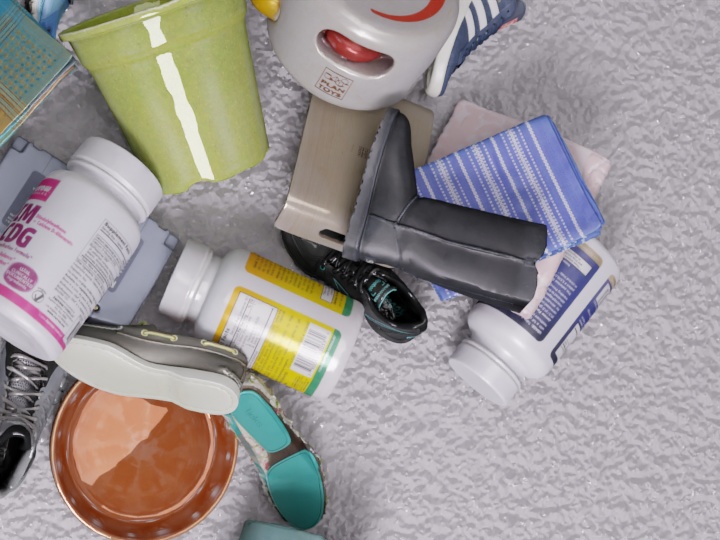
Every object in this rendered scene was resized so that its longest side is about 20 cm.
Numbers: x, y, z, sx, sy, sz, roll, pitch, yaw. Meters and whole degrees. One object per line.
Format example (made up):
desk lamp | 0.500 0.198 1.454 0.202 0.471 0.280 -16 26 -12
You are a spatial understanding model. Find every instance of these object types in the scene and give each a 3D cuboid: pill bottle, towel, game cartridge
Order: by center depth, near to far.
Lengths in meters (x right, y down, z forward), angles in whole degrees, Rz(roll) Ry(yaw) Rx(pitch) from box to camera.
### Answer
pill bottle | -0.286 -0.024 1.310 0.113 0.113 0.201 37 68 -12
towel | -0.390 -0.179 1.333 0.200 0.022 0.147 -46 71 1
game cartridge | -0.302 -0.030 1.385 0.199 0.041 0.134 34 74 -13
pill bottle | -0.105 0.046 1.406 0.198 0.113 0.114 24 83 -6
towel | 0.144 -0.068 1.420 0.198 0.024 0.146 -23 80 -10
towel | 0.149 -0.070 1.477 0.190 0.032 0.201 24 77 21
pill bottle | 0.189 0.048 1.497 0.111 0.111 0.200 42 78 -11

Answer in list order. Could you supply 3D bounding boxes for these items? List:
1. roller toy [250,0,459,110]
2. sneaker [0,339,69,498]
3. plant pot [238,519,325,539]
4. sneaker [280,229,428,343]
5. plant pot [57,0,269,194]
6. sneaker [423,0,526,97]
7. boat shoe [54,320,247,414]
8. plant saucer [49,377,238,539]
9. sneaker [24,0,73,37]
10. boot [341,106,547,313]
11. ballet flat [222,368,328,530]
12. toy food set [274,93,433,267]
roller toy | -0.002 -0.268 1.413 0.199 0.140 0.184 -18 70 -34
sneaker | -0.333 0.135 1.341 0.074 0.115 0.202 14 85 -15
plant pot | -0.072 0.369 1.383 0.198 0.200 0.198 17 77 -15
sneaker | 0.000 0.000 1.461 0.200 0.079 0.076 40 80 -10
plant pot | -0.180 -0.185 1.367 0.199 0.200 0.186 -23 107 -15
sneaker | 0.136 -0.278 1.506 0.084 0.075 0.202 23 83 -10
boat shoe | -0.212 0.089 1.355 0.199 0.072 0.061 15 48 2
plant saucer | -0.226 0.183 1.408 0.198 0.032 0.203 0 89 -21
sneaker | -0.280 -0.319 1.386 0.089 0.078 0.202 27 82 -17
boot | 0.097 -0.062 1.375 0.198 0.066 0.167 16 84 4
ballet flat | -0.088 0.184 1.432 0.075 0.064 0.201 -23 115 1
toy food set | -0.007 -0.115 1.453 0.142 0.060 0.202 20 65 -17
